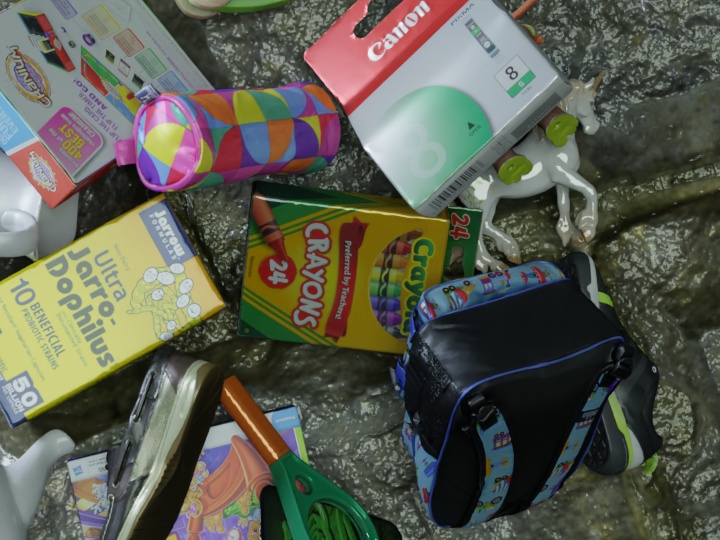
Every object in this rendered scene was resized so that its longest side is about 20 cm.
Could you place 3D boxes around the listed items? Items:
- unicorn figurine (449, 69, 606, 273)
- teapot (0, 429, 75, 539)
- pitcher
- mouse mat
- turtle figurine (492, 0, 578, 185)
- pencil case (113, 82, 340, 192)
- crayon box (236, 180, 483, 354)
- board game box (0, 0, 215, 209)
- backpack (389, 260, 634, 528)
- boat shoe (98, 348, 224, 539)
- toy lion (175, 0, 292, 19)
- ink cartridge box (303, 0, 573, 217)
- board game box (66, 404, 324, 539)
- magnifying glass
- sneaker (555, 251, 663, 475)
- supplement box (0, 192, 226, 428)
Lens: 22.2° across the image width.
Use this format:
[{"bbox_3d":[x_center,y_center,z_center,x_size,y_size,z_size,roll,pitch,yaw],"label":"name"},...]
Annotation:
[{"bbox_3d":[0.151,-0.082,1.584,0.199,0.074,0.138,-19,90,-7],"label":"unicorn figurine"},{"bbox_3d":[-0.364,0.196,1.487,0.199,0.146,0.198,26,119,-23],"label":"teapot"},{"bbox_3d":[-0.339,-0.057,1.477,0.199,0.172,0.122,11,104,2],"label":"pitcher"},{"bbox_3d":[-0.020,0.284,1.503,0.160,0.008,0.201,22,51,-37],"label":"mouse mat"},{"bbox_3d":[0.110,-0.160,1.556,0.199,0.065,0.161,-34,58,-12],"label":"turtle figurine"},{"bbox_3d":[-0.103,-0.111,1.508,0.199,0.088,0.089,-9,88,-51],"label":"pencil case"},{"bbox_3d":[0.000,0.000,1.552,0.199,0.051,0.128,6,109,-4],"label":"crayon box"},{"bbox_3d":[-0.229,-0.158,1.502,0.153,0.040,0.200,51,42,-2],"label":"board game box"},{"bbox_3d":[0.114,0.113,1.530,0.182,0.201,0.135,-16,49,-26],"label":"backpack"},{"bbox_3d":[-0.175,0.159,1.502,0.065,0.073,0.201,26,93,21],"label":"boat shoe"},{"bbox_3d":[-0.076,-0.328,1.582,0.190,0.069,0.201,-8,89,-14],"label":"toy lion"},{"bbox_3d":[0.054,-0.169,1.517,0.161,0.050,0.200,-43,69,11],"label":"ink cartridge box"},{"bbox_3d":[-0.136,0.203,1.556,0.199,0.045,0.135,-13,89,-7],"label":"board game box"},{"bbox_3d":[-0.055,0.173,1.517,0.022,0.079,0.200,-40,83,37],"label":"magnifying glass"},{"bbox_3d":[0.215,0.081,1.600,0.082,0.072,0.201,-10,90,-31],"label":"sneaker"},{"bbox_3d":[-0.223,0.034,1.521,0.199,0.110,0.109,-30,91,-7],"label":"supplement box"}]
